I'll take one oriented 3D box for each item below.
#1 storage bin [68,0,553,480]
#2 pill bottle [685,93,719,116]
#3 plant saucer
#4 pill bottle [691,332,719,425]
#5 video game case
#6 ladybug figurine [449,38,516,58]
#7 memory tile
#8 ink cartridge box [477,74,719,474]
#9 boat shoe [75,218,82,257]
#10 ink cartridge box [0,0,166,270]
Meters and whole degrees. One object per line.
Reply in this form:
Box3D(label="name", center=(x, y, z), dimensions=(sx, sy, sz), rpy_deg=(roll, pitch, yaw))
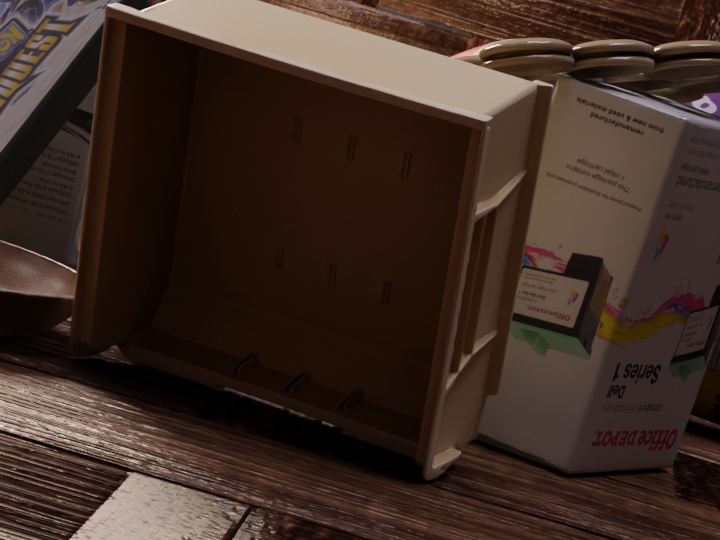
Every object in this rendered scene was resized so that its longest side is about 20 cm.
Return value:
Box3D(label="storage bin", center=(-0.027, -0.019, 1.392), dimensions=(0.200, 0.199, 0.094), rpy_deg=(18, 24, 20))
Box3D(label="pill bottle", center=(0.180, -0.052, 1.731), dimensions=(0.112, 0.113, 0.200), rpy_deg=(19, 27, 28))
Box3D(label="plant saucer", center=(-0.235, -0.002, 1.455), dimensions=(0.200, 0.032, 0.200), rpy_deg=(16, 6, -2))
Box3D(label="pill bottle", center=(0.246, 0.046, 1.817), dimensions=(0.200, 0.113, 0.112), rpy_deg=(20, 7, 14))
Box3D(label="video game case", center=(-0.245, -0.107, 1.664), dimensions=(0.180, 0.200, 0.026), rpy_deg=(20, -24, 37))
Box3D(label="ladybug figurine", center=(0.067, -0.093, 1.805), dimensions=(0.135, 0.072, 0.200), rpy_deg=(-6, -12, -37))
Box3D(label="memory tile", center=(0.130, -0.108, 1.562), dimensions=(0.199, 0.017, 0.153), rpy_deg=(-1, -5, -27))
Box3D(label="ink cartridge box", center=(0.140, 0.005, 1.554), dimensions=(0.084, 0.201, 0.145), rpy_deg=(23, 9, 28))
Box3D(label="boat shoe", center=(-0.100, 0.007, 1.585), dimensions=(0.200, 0.072, 0.068), rpy_deg=(32, 15, 37))
Box3D(label="ink cartridge box", center=(-0.161, -0.106, 1.779), dimensions=(0.084, 0.201, 0.145), rpy_deg=(16, 6, 21))
